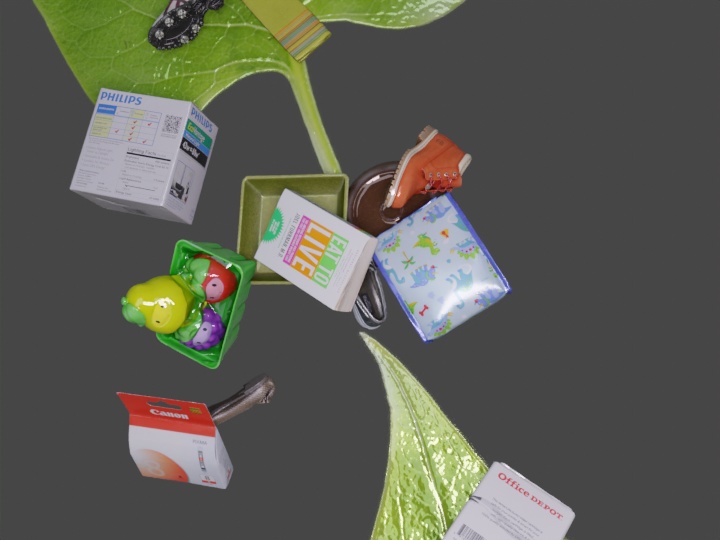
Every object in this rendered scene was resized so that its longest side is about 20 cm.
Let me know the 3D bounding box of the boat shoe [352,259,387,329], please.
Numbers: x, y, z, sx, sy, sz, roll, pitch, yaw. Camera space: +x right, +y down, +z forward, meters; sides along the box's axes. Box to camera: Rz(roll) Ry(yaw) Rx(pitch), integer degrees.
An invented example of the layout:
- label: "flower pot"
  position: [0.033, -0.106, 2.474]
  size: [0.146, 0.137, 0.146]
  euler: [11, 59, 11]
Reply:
- label: "boat shoe"
  position: [0.000, 0.000, 1.382]
  size: [0.072, 0.071, 0.200]
  euler: [-26, 90, -24]

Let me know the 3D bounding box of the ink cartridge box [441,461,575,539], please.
- label: "ink cartridge box"
  position: [0.207, 0.408, 1.226]
  size: [0.144, 0.084, 0.200]
  euler: [32, 51, 17]

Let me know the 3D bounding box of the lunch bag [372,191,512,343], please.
- label: "lunch bag"
  position: [0.128, -0.005, 1.359]
  size: [0.170, 0.127, 0.200]
  euler: [-33, 83, 5]

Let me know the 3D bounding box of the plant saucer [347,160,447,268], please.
- label: "plant saucer"
  position: [0.057, -0.102, 1.443]
  size: [0.200, 0.037, 0.201]
  euler: [-3, 77, 13]

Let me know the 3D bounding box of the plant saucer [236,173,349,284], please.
- label: "plant saucer"
  position: [-0.116, -0.069, 1.469]
  size: [0.200, 0.048, 0.200]
  euler: [0, 79, 13]

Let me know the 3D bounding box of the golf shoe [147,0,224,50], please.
- label: "golf shoe"
  position: [-0.341, -0.513, 1.613]
  size: [0.200, 0.077, 0.088]
  euler: [-43, 53, -1]

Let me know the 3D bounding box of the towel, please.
- label: "towel"
  position: [-0.147, -0.489, 1.583]
  size: [0.086, 0.018, 0.200]
  euler: [-39, 72, -3]

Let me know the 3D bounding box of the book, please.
- label: "book"
  position: [-0.075, -0.036, 1.368]
  size: [0.200, 0.048, 0.134]
  euler: [30, 102, 33]

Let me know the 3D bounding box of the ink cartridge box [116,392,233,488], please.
- label: "ink cartridge box"
  position: [-0.310, 0.284, 1.365]
  size: [0.162, 0.200, 0.050]
  euler: [5, 50, 14]

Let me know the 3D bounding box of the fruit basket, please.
- label: "fruit basket"
  position: [-0.287, 0.057, 1.377]
  size: [0.155, 0.216, 0.216]
  euler: [25, 85, 16]

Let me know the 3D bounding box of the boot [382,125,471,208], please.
- label: "boot"
  position: [0.115, -0.159, 1.389]
  size: [0.107, 0.075, 0.200]
  euler: [34, 53, 6]

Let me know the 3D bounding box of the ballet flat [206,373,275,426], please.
- label: "ballet flat"
  position: [-0.232, 0.248, 1.428]
  size: [0.200, 0.067, 0.046]
  euler: [-33, 106, 1]

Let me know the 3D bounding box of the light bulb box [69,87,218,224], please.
- label: "light bulb box"
  position: [-0.396, -0.210, 1.523]
  size: [0.198, 0.125, 0.200]
  euler: [12, 80, 16]
